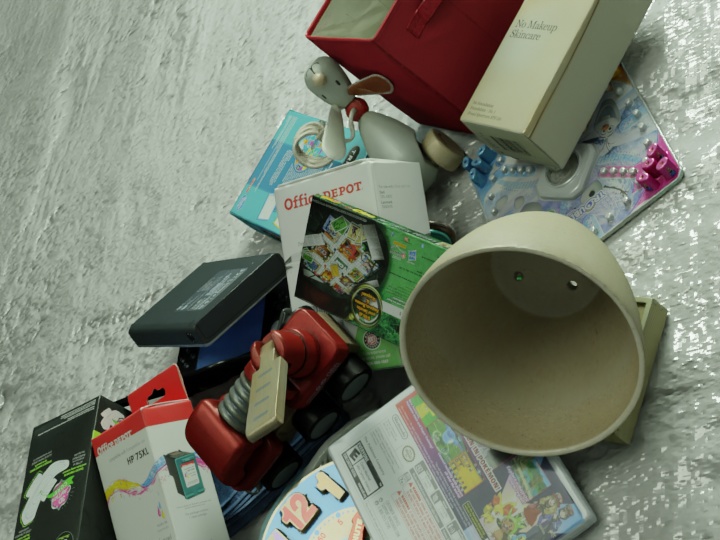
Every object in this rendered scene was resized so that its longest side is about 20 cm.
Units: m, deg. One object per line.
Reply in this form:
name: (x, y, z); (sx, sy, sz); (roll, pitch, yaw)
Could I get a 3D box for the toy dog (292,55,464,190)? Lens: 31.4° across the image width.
toy dog: (0.013, -0.143, 1.375); (0.096, 0.197, 0.134); (-39, -28, -74)

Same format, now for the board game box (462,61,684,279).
board game box: (0.199, -0.101, 1.261); (0.199, 0.026, 0.202); (-39, 40, 22)

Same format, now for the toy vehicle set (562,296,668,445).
toy vehicle set: (0.173, 0.083, 1.156); (0.198, 0.026, 0.126); (2, 66, 49)

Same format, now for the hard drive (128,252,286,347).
hard drive: (-0.183, 0.036, 1.509); (0.139, 0.033, 0.199); (-43, 19, -26)

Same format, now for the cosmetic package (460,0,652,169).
cosmetic package: (0.194, -0.210, 1.265); (0.103, 0.073, 0.202); (19, 80, 52)

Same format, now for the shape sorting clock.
shape sorting clock: (-0.005, 0.269, 1.163); (0.197, 0.039, 0.203); (-10, 64, 21)

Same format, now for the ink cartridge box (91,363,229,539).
ink cartridge box: (-0.217, 0.213, 1.347); (0.116, 0.067, 0.203); (-32, 71, 44)

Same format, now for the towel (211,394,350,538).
towel: (-0.100, 0.185, 1.370); (0.200, 0.048, 0.112); (-46, 38, 15)

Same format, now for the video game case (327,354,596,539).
video game case: (0.083, 0.186, 1.123); (0.181, 0.023, 0.201); (-37, 55, 10)

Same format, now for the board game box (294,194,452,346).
board game box: (0.018, 0.006, 1.200); (0.199, 0.023, 0.106); (24, 106, 40)

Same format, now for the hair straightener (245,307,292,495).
hair straightener: (-0.095, 0.134, 1.337); (0.076, 0.041, 0.203); (-4, 65, 45)

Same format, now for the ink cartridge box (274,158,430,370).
ink cartridge box: (0.000, 0.000, 1.291); (0.145, 0.084, 0.204); (-11, 86, 43)

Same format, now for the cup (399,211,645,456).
cup: (0.146, 0.031, 1.070); (0.199, 0.201, 0.144); (-27, 20, 33)

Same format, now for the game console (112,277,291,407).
game console: (-0.180, 0.078, 1.479); (0.198, 0.116, 0.178); (-21, 51, 37)

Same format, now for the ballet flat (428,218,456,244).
ballet flat: (0.020, -0.028, 1.377); (0.198, 0.068, 0.068); (-23, 41, 34)

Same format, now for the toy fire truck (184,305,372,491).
toy fire truck: (-0.091, 0.127, 1.177); (0.129, 0.199, 0.177); (44, 103, 23)

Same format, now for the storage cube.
storage cube: (0.080, -0.269, 1.370); (0.172, 0.179, 0.199); (-59, 27, -4)

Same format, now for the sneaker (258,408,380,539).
sneaker: (-0.036, 0.210, 1.263); (0.200, 0.074, 0.082); (-46, 15, -5)

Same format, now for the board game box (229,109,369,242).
board game box: (-0.057, -0.101, 1.529); (0.199, 0.047, 0.152); (25, 83, 52)

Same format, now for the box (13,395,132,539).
box: (-0.289, 0.273, 1.432); (0.123, 0.148, 0.203); (-25, 47, 32)
